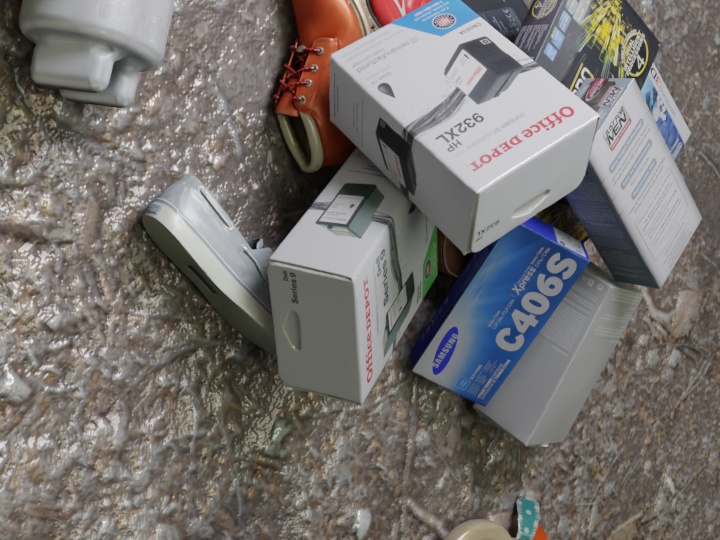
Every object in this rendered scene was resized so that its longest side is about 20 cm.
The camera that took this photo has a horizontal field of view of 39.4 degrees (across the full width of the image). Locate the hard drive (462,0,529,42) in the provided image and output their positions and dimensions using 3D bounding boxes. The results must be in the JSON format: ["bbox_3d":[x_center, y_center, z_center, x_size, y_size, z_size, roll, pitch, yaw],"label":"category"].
[{"bbox_3d":[0.120,-0.228,1.059,0.198,0.033,0.141,-20,75,-37],"label":"hard drive"}]

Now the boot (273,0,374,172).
[{"bbox_3d":[-0.041,-0.193,0.946,0.106,0.075,0.202,-26,110,-30],"label":"boot"}]

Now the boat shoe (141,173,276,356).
[{"bbox_3d":[-0.108,-0.002,0.903,0.072,0.070,0.201,-52,121,-22],"label":"boat shoe"}]

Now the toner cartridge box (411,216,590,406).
[{"bbox_3d":[0.141,0.039,1.038,0.094,0.043,0.201,26,115,-10],"label":"toner cartridge box"}]

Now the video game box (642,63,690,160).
[{"bbox_3d":[0.325,-0.169,1.263,0.182,0.047,0.201,48,64,-28],"label":"video game box"}]

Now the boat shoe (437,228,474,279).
[{"bbox_3d":[0.122,-0.091,1.081,0.075,0.073,0.203,19,80,-40],"label":"boat shoe"}]

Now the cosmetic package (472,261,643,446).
[{"bbox_3d":[0.219,0.089,1.114,0.106,0.090,0.202,13,110,-56],"label":"cosmetic package"}]

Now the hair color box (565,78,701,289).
[{"bbox_3d":[0.265,-0.085,1.009,0.099,0.060,0.200,-53,127,-20],"label":"hair color box"}]

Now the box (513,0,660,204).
[{"bbox_3d":[0.215,-0.191,1.018,0.161,0.049,0.202,34,77,-36],"label":"box"}]

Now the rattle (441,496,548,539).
[{"bbox_3d":[0.179,0.334,1.123,0.198,0.142,0.132,-12,82,-32],"label":"rattle"}]

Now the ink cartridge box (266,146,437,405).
[{"bbox_3d":[0.000,0.000,0.917,0.201,0.083,0.147,-56,151,-45],"label":"ink cartridge box"}]

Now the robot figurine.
[{"bbox_3d":[-0.198,-0.233,0.786,0.170,0.111,0.203,26,74,-77],"label":"robot figurine"}]

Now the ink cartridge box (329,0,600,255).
[{"bbox_3d":[0.086,-0.134,0.880,0.144,0.200,0.084,-31,150,-21],"label":"ink cartridge box"}]

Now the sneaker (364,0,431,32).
[{"bbox_3d":[0.057,-0.299,0.980,0.077,0.085,0.202,32,54,-22],"label":"sneaker"}]

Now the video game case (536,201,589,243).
[{"bbox_3d":[0.199,-0.089,1.082,0.199,0.025,0.182,-38,126,-29],"label":"video game case"}]
